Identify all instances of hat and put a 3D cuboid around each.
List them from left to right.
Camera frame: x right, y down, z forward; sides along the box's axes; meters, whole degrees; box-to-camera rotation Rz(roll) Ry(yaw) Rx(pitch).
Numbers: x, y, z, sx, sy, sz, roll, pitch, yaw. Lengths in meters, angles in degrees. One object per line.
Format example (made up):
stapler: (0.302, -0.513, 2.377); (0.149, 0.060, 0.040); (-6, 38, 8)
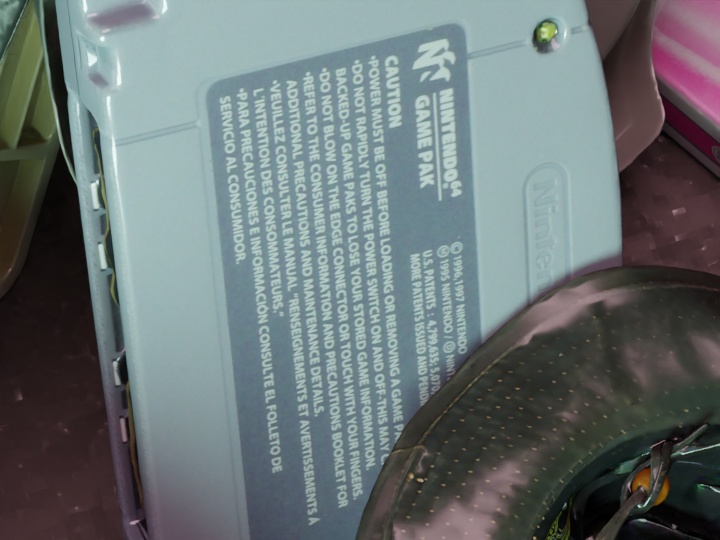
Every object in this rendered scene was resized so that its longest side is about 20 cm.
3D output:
hat: (0.093, 0.100, 0.706); (0.200, 0.081, 0.201); (2, 67, -5)

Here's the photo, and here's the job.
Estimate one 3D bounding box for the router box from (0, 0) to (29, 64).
router box: (-0.158, -0.064, 0.654); (0.149, 0.200, 0.051); (20, 21, -17)

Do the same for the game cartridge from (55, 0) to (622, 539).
game cartridge: (0.000, 0.000, 0.702); (0.133, 0.200, 0.041); (-12, 30, -15)

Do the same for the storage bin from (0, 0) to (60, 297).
storage bin: (-0.175, -0.099, 0.765); (0.200, 0.094, 0.199); (25, 113, 14)

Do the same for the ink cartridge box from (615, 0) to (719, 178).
ink cartridge box: (0.088, -0.105, 0.831); (0.095, 0.037, 0.200); (-43, 68, -14)

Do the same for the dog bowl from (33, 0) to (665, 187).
dog bowl: (0.006, -0.085, 0.728); (0.200, 0.200, 0.059); (-25, 48, -8)
